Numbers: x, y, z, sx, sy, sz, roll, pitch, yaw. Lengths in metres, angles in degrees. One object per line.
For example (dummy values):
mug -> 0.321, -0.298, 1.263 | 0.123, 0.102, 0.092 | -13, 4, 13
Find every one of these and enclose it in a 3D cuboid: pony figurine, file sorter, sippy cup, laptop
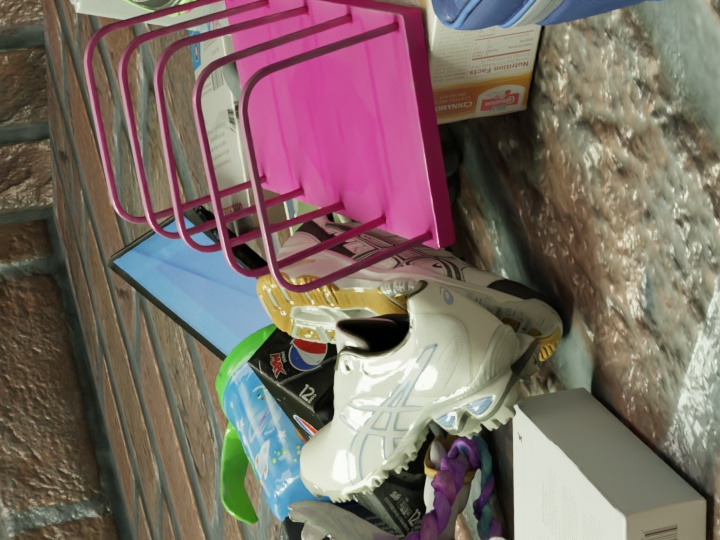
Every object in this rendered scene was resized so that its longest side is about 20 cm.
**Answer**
pony figurine -> 0.039, 0.203, 1.116 | 0.193, 0.165, 0.202 | -8, -73, -80
file sorter -> -0.061, -0.081, 1.015 | 0.200, 0.125, 0.140 | 21, 127, 53
sippy cup -> -0.035, 0.127, 1.342 | 0.179, 0.139, 0.131 | 101, 159, -46
laptop -> -0.106, 0.038, 1.468 | 0.177, 0.103, 0.200 | 41, -178, -26

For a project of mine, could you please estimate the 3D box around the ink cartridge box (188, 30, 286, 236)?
ink cartridge box -> -0.087, -0.133, 1.500 | 0.146, 0.084, 0.202 | 175, 86, -74

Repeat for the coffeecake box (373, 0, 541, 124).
coffeecake box -> 0.050, -0.210, 0.978 | 0.201, 0.073, 0.154 | 97, 156, -45

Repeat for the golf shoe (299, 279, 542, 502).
golf shoe -> 0.013, 0.065, 1.010 | 0.200, 0.097, 0.078 | -36, 16, 42

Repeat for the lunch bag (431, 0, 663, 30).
lunch bag -> 0.077, -0.214, 0.769 | 0.136, 0.131, 0.202 | 146, 114, -73

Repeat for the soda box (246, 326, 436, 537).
soda box -> -0.001, 0.103, 1.175 | 0.071, 0.063, 0.200 | 32, 164, 34

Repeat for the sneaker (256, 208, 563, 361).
sneaker -> 0.035, 0.001, 1.045 | 0.088, 0.199, 0.076 | -59, -32, -35

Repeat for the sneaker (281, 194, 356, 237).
sneaker -> 0.000, 0.000, 1.178 | 0.089, 0.067, 0.201 | 10, 131, 43

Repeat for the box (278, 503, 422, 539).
box -> 0.016, 0.284, 1.285 | 0.106, 0.121, 0.201 | 102, 155, -52

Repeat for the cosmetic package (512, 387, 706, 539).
cosmetic package -> 0.133, 0.186, 0.941 | 0.151, 0.051, 0.201 | -136, 40, -63

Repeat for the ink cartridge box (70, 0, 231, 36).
ink cartridge box -> -0.095, -0.246, 1.191 | 0.146, 0.199, 0.083 | -66, 32, 33

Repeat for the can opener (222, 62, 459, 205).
can opener -> -0.015, -0.097, 1.189 | 0.200, 0.066, 0.053 | 33, 137, 34

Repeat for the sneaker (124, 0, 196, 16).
sneaker -> -0.119, -0.243, 1.050 | 0.077, 0.083, 0.201 | -113, 34, -47
